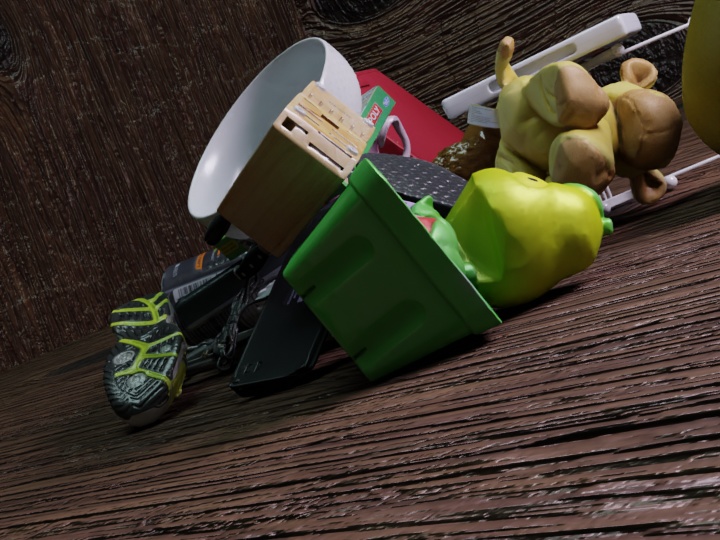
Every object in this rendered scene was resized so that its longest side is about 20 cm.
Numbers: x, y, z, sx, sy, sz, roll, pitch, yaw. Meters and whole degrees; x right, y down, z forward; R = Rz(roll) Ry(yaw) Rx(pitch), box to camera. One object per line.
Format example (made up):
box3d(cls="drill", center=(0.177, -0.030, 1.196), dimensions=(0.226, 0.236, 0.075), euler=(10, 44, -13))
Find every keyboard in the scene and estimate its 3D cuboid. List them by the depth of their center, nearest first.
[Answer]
box3d(cls="keyboard", center=(-0.058, 0.022, 1.048), dimensions=(0.127, 0.021, 0.200), euler=(-13, 37, 33))

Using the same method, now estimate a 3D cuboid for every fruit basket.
box3d(cls="fruit basket", center=(0.059, -0.023, 0.902), dimensions=(0.215, 0.156, 0.216), euler=(-39, 4, 3))

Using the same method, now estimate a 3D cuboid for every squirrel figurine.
box3d(cls="squirrel figurine", center=(0.103, -0.081, 1.405), dimensions=(0.186, 0.142, 0.200), euler=(-27, -2, 39))

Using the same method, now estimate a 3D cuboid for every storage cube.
box3d(cls="storage cube", center=(0.015, -0.121, 1.608), dimensions=(0.171, 0.180, 0.200), euler=(-59, -15, 25))

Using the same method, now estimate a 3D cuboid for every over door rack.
box3d(cls="over door rack", center=(0.288, -0.156, 1.275), dimensions=(0.200, 0.148, 0.067), euler=(-23, 3, -11))

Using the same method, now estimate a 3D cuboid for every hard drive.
box3d(cls="hard drive", center=(-0.078, -0.014, 1.252), dimensions=(0.200, 0.033, 0.140), euler=(-32, 2, 5))

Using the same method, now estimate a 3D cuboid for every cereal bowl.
box3d(cls="cereal bowl", center=(-0.066, -0.109, 1.200), dimensions=(0.200, 0.083, 0.200), euler=(-42, 27, 27))

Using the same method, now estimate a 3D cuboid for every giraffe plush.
box3d(cls="giraffe plush", center=(0.207, -0.115, 1.148), dimensions=(0.162, 0.173, 0.200), euler=(-3, 29, -20))

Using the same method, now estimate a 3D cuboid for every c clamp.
box3d(cls="c clamp", center=(-0.150, 0.086, 1.326), dimensions=(0.170, 0.027, 0.200), euler=(-16, 3, 7))

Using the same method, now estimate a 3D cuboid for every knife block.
box3d(cls="knife block", center=(-0.067, -0.053, 1.003), dimensions=(0.176, 0.064, 0.200), euler=(-53, 5, 16))

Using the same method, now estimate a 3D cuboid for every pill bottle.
box3d(cls="pill bottle", center=(-0.124, 0.012, 1.543), dimensions=(0.200, 0.107, 0.106), euler=(-20, 4, 16))

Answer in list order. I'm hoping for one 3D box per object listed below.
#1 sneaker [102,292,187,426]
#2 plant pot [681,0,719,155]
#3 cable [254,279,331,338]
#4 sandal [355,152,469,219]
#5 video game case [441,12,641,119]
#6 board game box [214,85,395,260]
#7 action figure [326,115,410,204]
box3d(cls="sneaker", center=(-0.177, 0.087, 1.152), dimensions=(0.075, 0.077, 0.200), euler=(-19, 22, 2))
box3d(cls="plant pot", center=(0.337, -0.163, 1.049), dimensions=(0.200, 0.200, 0.142), euler=(-25, -21, -35))
box3d(cls="cable", center=(0.000, 0.000, 1.165), dimensions=(0.200, 0.069, 0.200), euler=(-30, 3, 15))
box3d(cls="sandal", center=(0.075, -0.041, 1.054), dimensions=(0.200, 0.048, 0.075), euler=(27, 29, 25))
box3d(cls="video game case", center=(0.182, -0.202, 1.287), dimensions=(0.182, 0.024, 0.200), euler=(-25, 4, 19))
box3d(cls="board game box", center=(-0.058, -0.097, 1.331), dimensions=(0.200, 0.029, 0.135), euler=(-28, 26, 45))
box3d(cls="action figure", center=(-0.006, -0.045, 1.409), dimensions=(0.149, 0.200, 0.134), euler=(-15, -37, 20))
